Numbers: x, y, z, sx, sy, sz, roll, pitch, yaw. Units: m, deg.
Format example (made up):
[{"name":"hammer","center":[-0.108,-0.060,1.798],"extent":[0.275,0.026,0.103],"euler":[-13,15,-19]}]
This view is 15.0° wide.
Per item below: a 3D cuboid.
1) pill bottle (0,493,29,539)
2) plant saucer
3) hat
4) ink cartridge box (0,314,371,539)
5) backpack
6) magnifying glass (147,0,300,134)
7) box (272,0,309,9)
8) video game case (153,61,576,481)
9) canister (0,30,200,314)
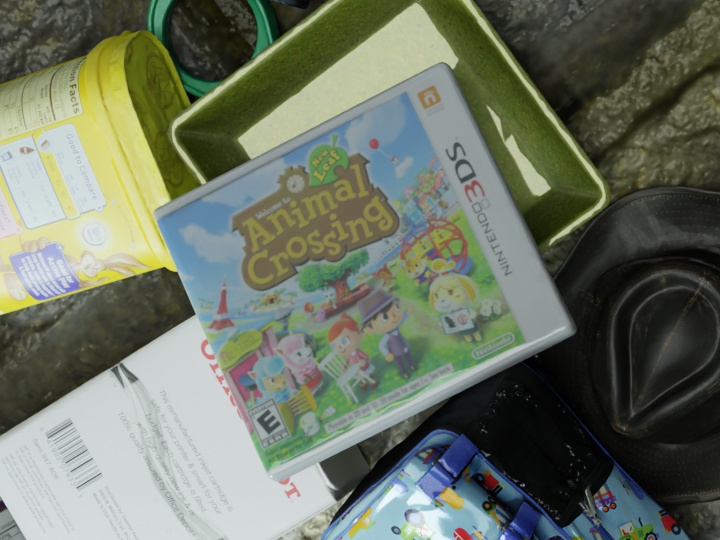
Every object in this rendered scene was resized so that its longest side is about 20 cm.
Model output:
[{"name":"pill bottle","center":[-0.248,0.199,1.757],"extent":[0.112,0.112,0.200],"euler":[-33,87,19]},{"name":"plant saucer","center":[0.019,-0.066,1.658],"extent":[0.200,0.048,0.200],"euler":[-37,88,8]},{"name":"hat","center":[0.186,0.052,1.619],"extent":[0.200,0.081,0.201],"euler":[3,99,16]},{"name":"ink cartridge box","center":[-0.116,0.121,1.720],"extent":[0.200,0.084,0.145],"euler":[-31,89,19]},{"name":"backpack","center":[0.094,0.177,1.624],"extent":[0.200,0.135,0.183],"euler":[45,134,-2]},{"name":"magnifying glass","center":[-0.058,-0.106,1.705],"extent":[0.080,0.022,0.200],"euler":[-40,83,18]},{"name":"box","center":[-0.109,-0.234,1.599],"extent":[0.148,0.200,0.107],"euler":[16,92,15]},{"name":"video game case","center":[0.000,0.000,1.603],"extent":[0.200,0.022,0.182],"euler":[-27,73,7]},{"name":"canister","center":[-0.201,-0.052,1.713],"extent":[0.200,0.087,0.149],"euler":[-16,107,20]}]
